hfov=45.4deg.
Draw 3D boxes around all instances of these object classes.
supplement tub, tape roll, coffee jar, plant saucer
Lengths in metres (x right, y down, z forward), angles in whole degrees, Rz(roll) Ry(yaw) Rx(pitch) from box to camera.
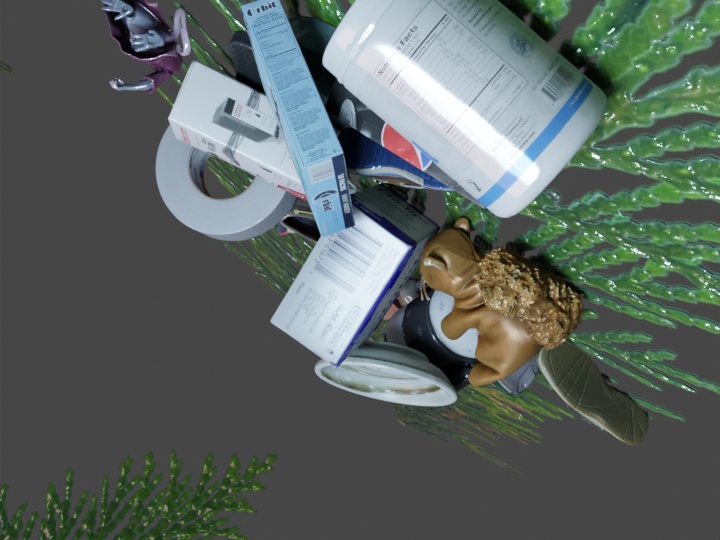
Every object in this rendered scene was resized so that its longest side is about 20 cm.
[{"bbox_3d":[0.084,-0.151,0.692,0.200,0.132,0.132,40,166,0],"label":"supplement tub"},{"bbox_3d":[-0.185,-0.145,1.224,0.200,0.201,0.066,37,-179,11],"label":"tape roll"},{"bbox_3d":[0.182,0.126,1.355,0.104,0.085,0.200,47,164,-24],"label":"coffee jar"},{"bbox_3d":[-0.022,-0.207,0.997,0.200,0.027,0.200,37,164,12],"label":"plant saucer"},{"bbox_3d":[0.038,0.136,1.183,0.199,0.050,0.200,10,160,4],"label":"plant saucer"}]

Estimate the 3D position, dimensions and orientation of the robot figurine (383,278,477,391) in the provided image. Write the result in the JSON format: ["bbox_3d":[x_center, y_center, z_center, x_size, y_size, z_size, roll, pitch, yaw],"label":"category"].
[{"bbox_3d":[0.119,0.089,1.251,0.150,0.125,0.200,50,137,-3],"label":"robot figurine"}]

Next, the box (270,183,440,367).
[{"bbox_3d":[0.000,0.000,1.100,0.105,0.184,0.200,34,-163,6],"label":"box"}]

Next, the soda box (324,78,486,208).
[{"bbox_3d":[0.066,-0.141,0.844,0.200,0.063,0.071,34,-153,20],"label":"soda box"}]

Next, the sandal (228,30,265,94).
[{"bbox_3d":[-0.120,-0.247,1.068,0.075,0.048,0.200,27,167,-1],"label":"sandal"}]

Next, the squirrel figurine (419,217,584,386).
[{"bbox_3d":[0.166,0.020,1.058,0.187,0.141,0.200,52,150,-6],"label":"squirrel figurine"}]

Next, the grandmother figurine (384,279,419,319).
[{"bbox_3d":[0.072,0.052,1.470,0.121,0.061,0.200,32,169,-6],"label":"grandmother figurine"}]

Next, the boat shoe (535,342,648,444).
[{"bbox_3d":[0.312,0.173,1.200,0.201,0.072,0.066,39,161,-13],"label":"boat shoe"}]

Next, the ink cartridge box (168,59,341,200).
[{"bbox_3d":[-0.135,-0.172,1.098,0.199,0.083,0.147,25,176,-7],"label":"ink cartridge box"}]

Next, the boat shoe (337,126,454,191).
[{"bbox_3d":[0.070,-0.124,0.938,0.199,0.073,0.072,15,180,33],"label":"boat shoe"}]

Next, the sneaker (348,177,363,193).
[{"bbox_3d":[-0.002,-0.097,1.228,0.200,0.075,0.099,46,145,-20],"label":"sneaker"}]

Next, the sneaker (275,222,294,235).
[{"bbox_3d":[-0.096,-0.130,1.340,0.074,0.081,0.200,2,149,1],"label":"sneaker"}]

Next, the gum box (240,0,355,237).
[{"bbox_3d":[-0.064,-0.159,0.917,0.170,0.044,0.201,80,169,-69],"label":"gum box"}]

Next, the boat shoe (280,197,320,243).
[{"bbox_3d":[-0.050,-0.064,1.315,0.072,0.060,0.200,-24,141,34],"label":"boat shoe"}]

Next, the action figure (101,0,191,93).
[{"bbox_3d":[-0.293,-0.330,1.237,0.148,0.135,0.200,-5,172,5],"label":"action figure"}]
